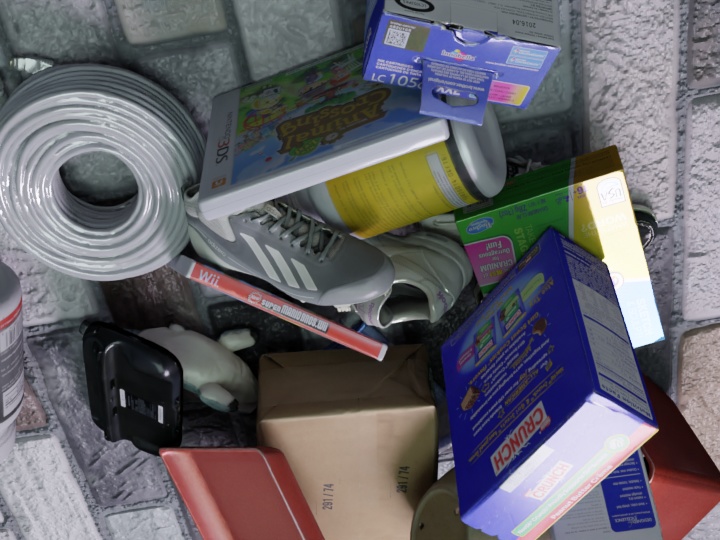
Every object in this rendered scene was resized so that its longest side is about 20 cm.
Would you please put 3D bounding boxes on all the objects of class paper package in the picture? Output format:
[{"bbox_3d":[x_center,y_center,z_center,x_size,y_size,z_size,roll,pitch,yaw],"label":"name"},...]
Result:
[{"bbox_3d":[-0.012,0.190,1.032,0.187,0.104,0.203,-4,123,-2],"label":"paper package"}]

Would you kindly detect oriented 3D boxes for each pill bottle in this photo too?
[{"bbox_3d":[0.020,-0.092,0.860,0.197,0.113,0.113,-17,124,24],"label":"pill bottle"},{"bbox_3d":[-0.389,0.095,0.964,0.114,0.117,0.203,7,123,-8],"label":"pill bottle"}]

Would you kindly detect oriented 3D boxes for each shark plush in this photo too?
[{"bbox_3d":[-0.195,0.104,1.017,0.196,0.092,0.083,11,153,-16],"label":"shark plush"}]

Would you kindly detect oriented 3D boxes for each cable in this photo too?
[{"bbox_3d":[-0.233,-0.085,0.883,0.196,0.070,0.203,1,123,-4],"label":"cable"}]

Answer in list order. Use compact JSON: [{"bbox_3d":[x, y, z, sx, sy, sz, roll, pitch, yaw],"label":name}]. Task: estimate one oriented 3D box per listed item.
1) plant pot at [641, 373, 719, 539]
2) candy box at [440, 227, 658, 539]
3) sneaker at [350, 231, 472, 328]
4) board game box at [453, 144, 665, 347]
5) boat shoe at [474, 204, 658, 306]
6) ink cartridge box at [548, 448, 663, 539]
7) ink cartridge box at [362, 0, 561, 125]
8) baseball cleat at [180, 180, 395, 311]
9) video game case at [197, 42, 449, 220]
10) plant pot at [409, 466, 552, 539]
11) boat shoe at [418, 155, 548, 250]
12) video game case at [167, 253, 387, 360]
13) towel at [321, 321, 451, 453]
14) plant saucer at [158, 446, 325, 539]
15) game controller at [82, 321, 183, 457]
[{"bbox_3d":[0.264,0.214,1.050,0.174,0.201,0.201,16,122,-31],"label":"plant pot"},{"bbox_3d":[0.147,0.095,0.822,0.076,0.202,0.170,27,124,-19],"label":"candy box"},{"bbox_3d":[0.000,0.000,0.916,0.197,0.100,0.076,8,131,22],"label":"sneaker"},{"bbox_3d":[0.184,-0.001,0.902,0.151,0.041,0.202,-17,125,13],"label":"board game box"},{"bbox_3d":[0.207,0.005,0.973,0.197,0.067,0.075,-23,123,12],"label":"boat shoe"},{"bbox_3d":[0.208,0.179,0.894,0.093,0.203,0.037,-7,148,0],"label":"ink cartridge box"},{"bbox_3d":[0.074,-0.207,0.739,0.134,0.203,0.077,9,149,-9],"label":"ink cartridge box"},{"bbox_3d":[-0.067,-0.031,0.822,0.197,0.070,0.107,11,139,21],"label":"baseball cleat"},{"bbox_3d":[-0.034,-0.126,0.801,0.197,0.183,0.022,-18,125,8],"label":"video game case"},{"bbox_3d":[0.126,0.263,0.954,0.133,0.202,0.202,14,123,-31],"label":"plant pot"},{"bbox_3d":[0.147,-0.070,0.922,0.197,0.072,0.070,-15,127,14],"label":"boat shoe"},{"bbox_3d":[-0.083,0.032,0.936,0.198,0.143,0.018,24,87,-19],"label":"video game case"},{"bbox_3d":[0.016,0.155,1.087,0.146,0.024,0.200,-36,118,18],"label":"towel"},{"bbox_3d":[-0.102,0.256,0.990,0.198,0.037,0.203,-12,107,50],"label":"plant saucer"},{"bbox_3d":[-0.229,0.125,1.001,0.102,0.043,0.201,15,142,0],"label":"game controller"}]
